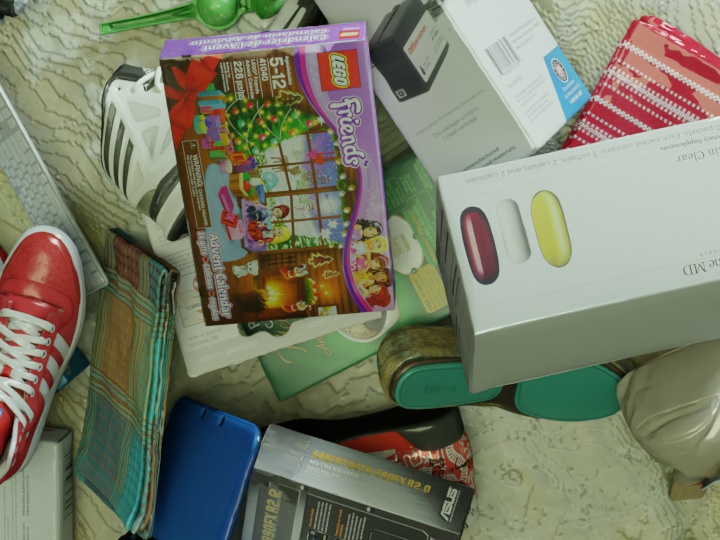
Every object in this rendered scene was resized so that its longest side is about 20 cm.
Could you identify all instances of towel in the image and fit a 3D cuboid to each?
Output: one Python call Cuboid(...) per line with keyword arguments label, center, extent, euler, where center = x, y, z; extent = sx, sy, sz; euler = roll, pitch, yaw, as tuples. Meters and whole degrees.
Cuboid(label="towel", center=(-0.177, 0.081, 1.255), extent=(0.022, 0.146, 0.202), euler=(2, 102, -28))
Cuboid(label="towel", center=(0.216, -0.068, 1.230), extent=(0.144, 0.022, 0.201), euler=(29, 104, 0))

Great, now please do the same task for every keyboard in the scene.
Cuboid(label="keyboard", center=(-0.253, -0.071, 1.281), extent=(0.011, 0.056, 0.201), euler=(-32, 96, -33))

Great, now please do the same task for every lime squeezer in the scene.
Cuboid(label="lime squeezer", center=(-0.100, -0.193, 1.231), extent=(0.199, 0.071, 0.038), euler=(-5, 114, 38))

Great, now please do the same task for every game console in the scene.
Cuboid(label="game console", center=(-0.095, 0.203, 1.227), extent=(0.118, 0.200, 0.171), euler=(-41, 107, -15))

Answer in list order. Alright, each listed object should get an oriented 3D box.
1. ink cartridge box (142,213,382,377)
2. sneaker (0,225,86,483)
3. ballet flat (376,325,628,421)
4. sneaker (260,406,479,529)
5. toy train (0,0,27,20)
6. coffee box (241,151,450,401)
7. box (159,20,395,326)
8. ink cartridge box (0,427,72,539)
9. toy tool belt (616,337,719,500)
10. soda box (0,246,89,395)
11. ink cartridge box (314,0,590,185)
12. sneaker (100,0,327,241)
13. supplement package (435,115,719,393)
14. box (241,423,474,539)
Cuboid(label="ink cartridge box", center=(-0.078, -0.041, 1.238), extent=(0.160, 0.050, 0.202), euler=(-18, 88, 15))
Cuboid(label="sneaker", center=(-0.254, 0.071, 1.205), extent=(0.071, 0.113, 0.202), euler=(16, 102, 4))
Cuboid(label="ballet flat", center=(0.104, 0.069, 1.240), extent=(0.198, 0.071, 0.071), euler=(3, 101, -20))
Cuboid(label="sneaker", center=(-0.008, 0.168, 1.277), extent=(0.199, 0.067, 0.109), euler=(-11, 107, 16))
Cuboid(label="toy train", center=(-0.336, -0.247, 1.243), extent=(0.198, 0.087, 0.115), euler=(13, 95, 6))
Cuboid(label="coffee box", center=(0.000, 0.000, 1.258), extent=(0.199, 0.044, 0.124), euler=(-29, 93, 11))
Cuboid(label="box", center=(-0.052, -0.062, 1.133), extent=(0.135, 0.039, 0.202), euler=(-5, 118, 4))
Cuboid(label="ink cartridge box", center=(-0.328, 0.219, 1.343), extent=(0.198, 0.043, 0.198), euler=(4, 101, 9))
Cuboid(label="toy tool belt", center=(0.294, 0.095, 1.213), extent=(0.199, 0.125, 0.123), euler=(-26, 128, 14))
Cuboid(label="soda box", center=(-0.300, 0.019, 1.292), extent=(0.068, 0.064, 0.201), euler=(-36, 94, 12))
Cuboid(label="ink cartridge box", center=(0.059, -0.167, 1.164), extent=(0.083, 0.145, 0.201), euler=(-31, 95, 30))
Cuboid(label="sneaker", center=(-0.117, -0.132, 1.185), extent=(0.115, 0.076, 0.201), euler=(39, 102, 10))
Cuboid(label="supplement package", center=(0.158, -0.007, 1.128), extent=(0.198, 0.156, 0.112), euler=(-13, 72, -1))
Cuboid(label="box", center=(-0.011, 0.219, 1.249), extent=(0.157, 0.048, 0.201), euler=(16, 130, 8))
